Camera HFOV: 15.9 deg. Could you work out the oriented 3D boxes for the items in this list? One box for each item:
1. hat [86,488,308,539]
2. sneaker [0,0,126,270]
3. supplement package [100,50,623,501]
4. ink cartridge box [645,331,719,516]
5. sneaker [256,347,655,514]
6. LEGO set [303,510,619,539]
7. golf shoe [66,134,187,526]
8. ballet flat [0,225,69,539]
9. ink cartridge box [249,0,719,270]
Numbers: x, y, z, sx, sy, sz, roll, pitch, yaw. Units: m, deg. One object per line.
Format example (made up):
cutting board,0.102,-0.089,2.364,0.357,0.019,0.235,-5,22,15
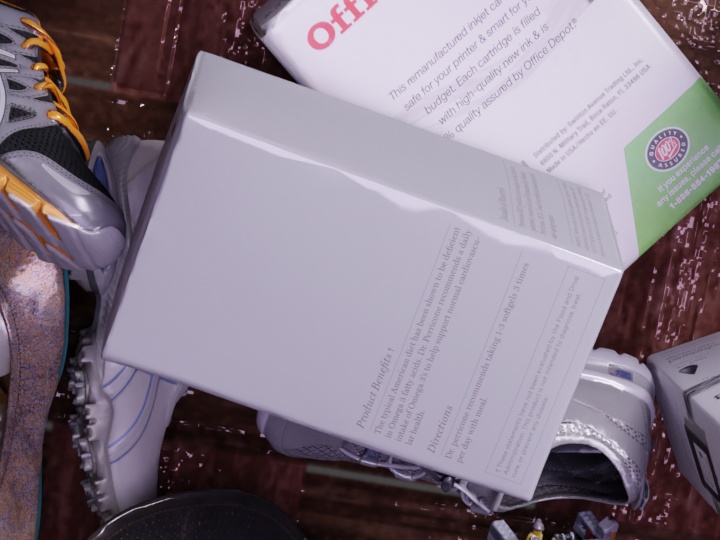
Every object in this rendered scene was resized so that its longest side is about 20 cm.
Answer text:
hat,-0.095,0.194,1.240,0.199,0.081,0.202,-7,102,-38
sneaker,-0.162,-0.077,1.157,0.077,0.078,0.200,-39,60,-10
supplement package,0.000,0.000,1.129,0.199,0.117,0.118,20,108,-6
ink cartridge box,0.215,0.071,1.202,0.115,0.200,0.067,-18,101,-3
sneaker,0.050,0.076,1.233,0.198,0.082,0.075,1,137,-7
LEGO set,0.066,0.186,1.209,0.198,0.154,0.117,2,121,-20
golf shoe,-0.094,0.036,1.228,0.096,0.078,0.202,-3,101,-12
ballet flat,-0.178,0.059,1.200,0.067,0.068,0.202,-14,118,-42
ink cartridge box,0.065,-0.089,1.215,0.145,0.084,0.200,-41,103,2
